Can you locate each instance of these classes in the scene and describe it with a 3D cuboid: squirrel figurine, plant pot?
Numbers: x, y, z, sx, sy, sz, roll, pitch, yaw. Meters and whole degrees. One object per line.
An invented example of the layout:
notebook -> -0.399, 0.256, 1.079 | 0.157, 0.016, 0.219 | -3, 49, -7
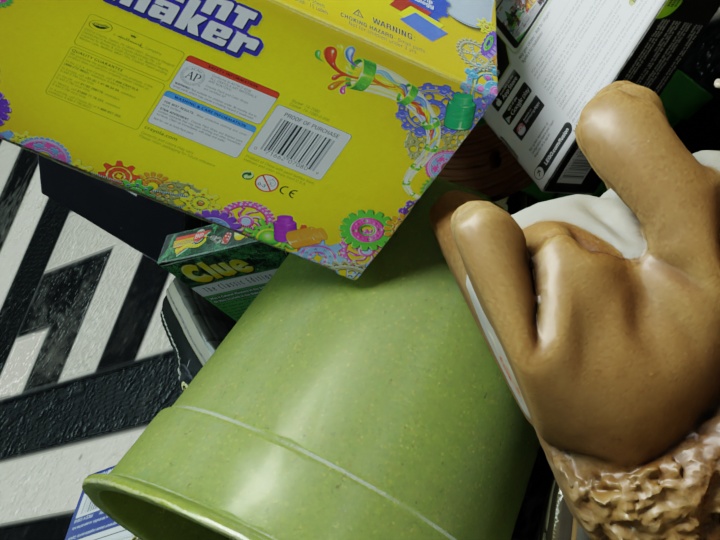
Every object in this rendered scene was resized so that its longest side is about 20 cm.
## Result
squirrel figurine -> 0.147, 0.013, 0.894 | 0.186, 0.201, 0.142 | -25, -4, -1
plant pot -> 0.007, 0.061, 1.021 | 0.200, 0.200, 0.190 | 0, 60, 60

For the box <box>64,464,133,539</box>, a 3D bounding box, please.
box -> -0.149, 0.201, 1.325 | 0.121, 0.032, 0.200 | -23, 41, 50

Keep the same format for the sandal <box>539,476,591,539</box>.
sandal -> 0.118, 0.053, 0.990 | 0.082, 0.054, 0.201 | 83, -161, -79

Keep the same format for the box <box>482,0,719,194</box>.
box -> 0.107, -0.143, 0.951 | 0.110, 0.035, 0.200 | 54, 126, 34

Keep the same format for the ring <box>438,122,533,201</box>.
ring -> 0.053, -0.129, 1.052 | 0.200, 0.019, 0.201 | -4, 85, 47

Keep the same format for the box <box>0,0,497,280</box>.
box -> -0.058, -0.133, 0.960 | 0.122, 0.199, 0.193 | -52, 25, 39

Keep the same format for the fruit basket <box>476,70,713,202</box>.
fruit basket -> 0.086, -0.156, 1.150 | 0.215, 0.155, 0.216 | -37, 39, 37

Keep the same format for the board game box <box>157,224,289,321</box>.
board game box -> 0.000, 0.000, 1.163 | 0.200, 0.105, 0.024 | -11, 54, 42

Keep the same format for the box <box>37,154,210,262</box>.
box -> -0.087, -0.129, 1.254 | 0.182, 0.104, 0.200 | -55, -11, -24

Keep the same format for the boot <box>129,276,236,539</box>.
boot -> -0.093, 0.113, 1.245 | 0.154, 0.073, 0.204 | -51, 44, 18

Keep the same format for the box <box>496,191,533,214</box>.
box -> 0.021, -0.018, 1.279 | 0.200, 0.021, 0.164 | -39, 32, 34
